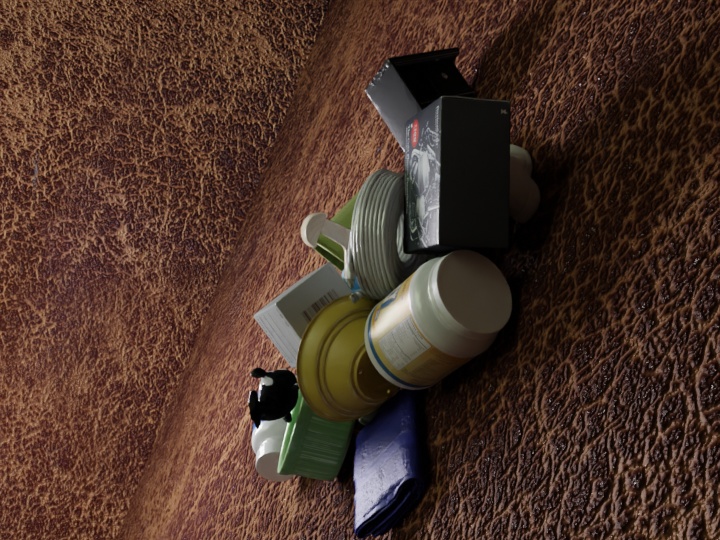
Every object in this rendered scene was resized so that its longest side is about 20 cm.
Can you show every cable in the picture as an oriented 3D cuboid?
[{"bbox_3d":[0.047,-0.054,1.506,0.199,0.068,0.203,-11,-76,-65],"label":"cable"}]

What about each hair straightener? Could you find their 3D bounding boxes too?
[{"bbox_3d":[0.033,0.177,1.642,0.077,0.040,0.201,112,177,-53],"label":"hair straightener"}]

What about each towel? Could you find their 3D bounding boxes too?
[{"bbox_3d":[0.046,0.284,1.448,0.148,0.049,0.201,-49,22,26],"label":"towel"}]

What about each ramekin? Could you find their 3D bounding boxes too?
[{"bbox_3d":[-0.068,0.260,1.671,0.200,0.096,0.203,-164,90,-85],"label":"ramekin"}]

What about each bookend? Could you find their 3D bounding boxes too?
[{"bbox_3d":[0.146,-0.301,1.827,0.201,0.197,0.092,59,138,15],"label":"bookend"}]

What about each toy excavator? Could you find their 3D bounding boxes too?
[{"bbox_3d":[0.000,0.000,1.644,0.100,0.192,0.203,-174,80,-74],"label":"toy excavator"}]

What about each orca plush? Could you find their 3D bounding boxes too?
[{"bbox_3d":[-0.131,0.191,1.605,0.071,0.106,0.200,-34,-12,12],"label":"orca plush"}]

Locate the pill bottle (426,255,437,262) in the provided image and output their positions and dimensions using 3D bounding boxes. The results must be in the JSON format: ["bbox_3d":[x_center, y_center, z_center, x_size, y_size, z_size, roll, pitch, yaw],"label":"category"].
[{"bbox_3d":[0.118,-0.103,1.643,0.201,0.110,0.111,-61,17,14],"label":"pill bottle"}]

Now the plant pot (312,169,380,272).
[{"bbox_3d":[0.032,-0.074,1.793,0.191,0.199,0.200,-53,16,-6],"label":"plant pot"}]

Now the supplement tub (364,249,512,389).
[{"bbox_3d":[0.108,0.070,1.377,0.200,0.143,0.146,-43,27,51],"label":"supplement tub"}]

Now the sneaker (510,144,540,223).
[{"bbox_3d":[0.209,-0.150,1.470,0.076,0.088,0.201,-58,19,22],"label":"sneaker"}]

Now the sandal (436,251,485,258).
[{"bbox_3d":[0.163,-0.031,1.507,0.202,0.075,0.048,-67,-17,-9],"label":"sandal"}]

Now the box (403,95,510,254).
[{"bbox_3d":[0.132,-0.127,1.384,0.182,0.103,0.203,168,103,-76],"label":"box"}]

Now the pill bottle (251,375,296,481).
[{"bbox_3d":[-0.153,0.306,1.907,0.113,0.111,0.201,-54,20,31],"label":"pill bottle"}]

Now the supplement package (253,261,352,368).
[{"bbox_3d":[-0.083,0.077,1.603,0.117,0.118,0.200,-38,4,-17],"label":"supplement package"}]

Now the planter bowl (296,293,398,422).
[{"bbox_3d":[0.007,0.142,1.482,0.083,0.199,0.202,16,81,54],"label":"planter bowl"}]
